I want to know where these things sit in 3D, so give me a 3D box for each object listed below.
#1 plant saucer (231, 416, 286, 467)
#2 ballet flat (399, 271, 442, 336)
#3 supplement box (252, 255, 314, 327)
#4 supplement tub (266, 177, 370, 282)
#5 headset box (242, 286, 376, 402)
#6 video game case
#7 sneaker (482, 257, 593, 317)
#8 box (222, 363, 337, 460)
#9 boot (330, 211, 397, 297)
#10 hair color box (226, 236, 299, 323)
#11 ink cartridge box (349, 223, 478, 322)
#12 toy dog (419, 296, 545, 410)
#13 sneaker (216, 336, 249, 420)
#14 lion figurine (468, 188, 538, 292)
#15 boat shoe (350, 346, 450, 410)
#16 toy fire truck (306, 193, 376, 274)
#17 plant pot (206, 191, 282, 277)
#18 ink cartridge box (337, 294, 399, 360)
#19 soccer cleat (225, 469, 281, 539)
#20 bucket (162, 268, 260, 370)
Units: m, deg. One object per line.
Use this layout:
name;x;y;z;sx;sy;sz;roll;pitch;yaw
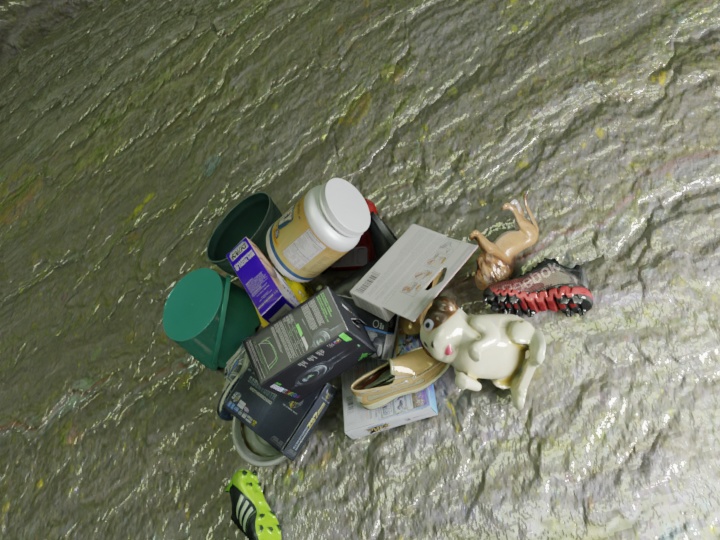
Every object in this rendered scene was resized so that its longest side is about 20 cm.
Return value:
plant saucer;-0.169;0.302;1.468;0.196;0.050;0.205;-16;55;24
ballet flat;0.111;0.036;1.401;0.067;0.064;0.202;-2;41;21
supplement box;-0.159;0.073;1.568;0.109;0.109;0.202;-37;49;7
supplement tub;-0.087;-0.082;1.487;0.199;0.143;0.148;-36;44;36
headset box;-0.082;0.134;1.304;0.197;0.174;0.094;-32;64;6
video game case;0.049;0.201;1.389;0.177;0.045;0.204;-21;52;21
sneaker;0.317;0.029;1.300;0.195;0.071;0.100;-3;59;25
box;-0.161;0.253;1.426;0.198;0.051;0.159;26;75;38
boot;0.000;0.001;1.507;0.199;0.066;0.166;-39;74;8
hair color box;-0.188;0.034;1.465;0.065;0.109;0.201;-41;49;2
ink cartridge box;0.103;0.012;1.348;0.174;0.045;0.200;23;61;43
toy dog;0.198;0.115;1.236;0.194;0.142;0.197;14;42;-3
sneaker;-0.259;0.230;1.571;0.084;0.077;0.203;0;54;44
lion figurine;0.282;-0.050;1.374;0.199;0.073;0.123;-41;81;-4
boat shoe;0.072;0.184;1.304;0.197;0.076;0.072;-33;47;8
toy fire truck;-0.054;-0.081;1.608;0.195;0.111;0.173;-4;78;32
plant pot;-0.240;-0.060;1.675;0.198;0.134;0.203;-30;35;24
ink cartridge box;-0.017;0.105;1.417;0.196;0.039;0.102;10;89;38
soccer cleat;-0.206;0.476;1.383;0.082;0.067;0.201;-51;44;19
bucket;-0.342;0.105;1.652;0.203;0.135;0.212;-16;55;24
